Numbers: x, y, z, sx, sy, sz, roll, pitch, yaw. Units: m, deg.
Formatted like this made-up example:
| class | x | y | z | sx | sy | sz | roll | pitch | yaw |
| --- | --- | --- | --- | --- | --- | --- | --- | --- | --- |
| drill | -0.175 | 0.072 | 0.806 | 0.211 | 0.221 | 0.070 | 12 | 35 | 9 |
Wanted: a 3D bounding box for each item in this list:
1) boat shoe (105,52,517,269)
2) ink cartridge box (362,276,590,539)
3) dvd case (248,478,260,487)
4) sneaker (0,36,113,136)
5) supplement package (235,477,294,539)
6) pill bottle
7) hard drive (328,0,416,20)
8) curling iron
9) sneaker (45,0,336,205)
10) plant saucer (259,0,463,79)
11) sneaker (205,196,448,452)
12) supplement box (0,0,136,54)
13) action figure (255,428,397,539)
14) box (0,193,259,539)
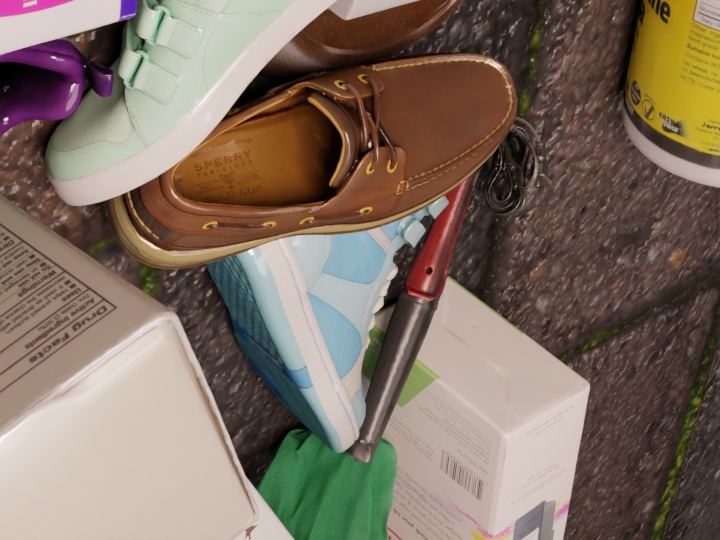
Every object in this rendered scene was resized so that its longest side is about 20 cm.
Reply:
| class | x | y | z | sx | sy | sz | roll | pitch | yaw |
| --- | --- | --- | --- | --- | --- | --- | --- | --- | --- |
| boat shoe | -0.011 | -0.052 | 0.908 | 0.200 | 0.072 | 0.068 | -19 | 177 | -23 |
| ink cartridge box | 0.056 | 0.118 | 1.163 | 0.067 | 0.117 | 0.200 | -27 | 140 | -32 |
| dvd case | -0.081 | 0.233 | 1.132 | 0.146 | 0.022 | 0.200 | -58 | 156 | -47 |
| sneaker | -0.188 | -0.048 | 0.738 | 0.200 | 0.088 | 0.074 | -36 | 144 | -23 |
| supplement package | -0.126 | 0.131 | 0.926 | 0.152 | 0.151 | 0.200 | -45 | 147 | -11 |
| pill bottle | 0.207 | -0.152 | 1.088 | 0.112 | 0.112 | 0.200 | -26 | 139 | -33 |
| hard drive | 0.072 | -0.192 | 0.911 | 0.200 | 0.025 | 0.132 | -21 | 136 | -38 |
| curling iron | 0.041 | 0.009 | 1.079 | 0.026 | 0.050 | 0.200 | 29 | 89 | -56 |
| sneaker | -0.085 | -0.121 | 0.825 | 0.200 | 0.074 | 0.118 | -43 | 120 | 18 |
| plant saucer | 0.012 | -0.167 | 0.916 | 0.200 | 0.032 | 0.200 | -31 | 143 | -27 |
| sneaker | 0.000 | 0.000 | 1.019 | 0.131 | 0.080 | 0.200 | -39 | 146 | -15 |
| supplement box | -0.176 | -0.124 | 0.668 | 0.200 | 0.103 | 0.101 | -21 | 138 | -35 |
| action figure | -0.023 | 0.141 | 1.072 | 0.200 | 0.118 | 0.055 | -74 | 165 | -47 |
| box | -0.154 | 0.050 | 0.758 | 0.128 | 0.200 | 0.109 | -37 | 132 | -20 |
